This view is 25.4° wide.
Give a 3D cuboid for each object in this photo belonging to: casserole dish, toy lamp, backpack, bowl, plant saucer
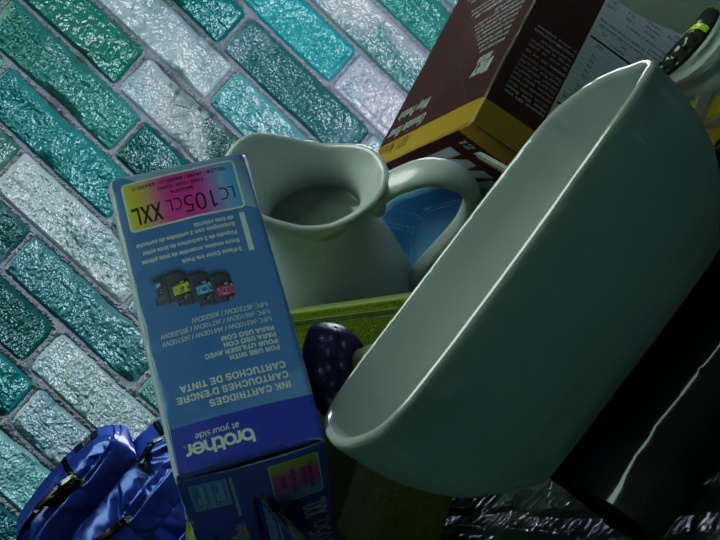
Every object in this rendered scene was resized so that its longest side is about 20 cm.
[{"bbox_3d":[0.062,0.000,1.161,0.200,0.038,0.122,167,102,-68],"label":"casserole dish"},{"bbox_3d":[0.069,0.040,0.809,0.198,0.059,0.058,-10,26,28],"label":"toy lamp"},{"bbox_3d":[-0.163,0.197,1.260,0.200,0.168,0.162,-44,13,-7],"label":"backpack"},{"bbox_3d":[0.074,0.015,0.691,0.200,0.074,0.200,-52,6,-6],"label":"bowl"},{"bbox_3d":[-0.023,0.095,0.922,0.199,0.048,0.201,-9,56,49],"label":"plant saucer"}]

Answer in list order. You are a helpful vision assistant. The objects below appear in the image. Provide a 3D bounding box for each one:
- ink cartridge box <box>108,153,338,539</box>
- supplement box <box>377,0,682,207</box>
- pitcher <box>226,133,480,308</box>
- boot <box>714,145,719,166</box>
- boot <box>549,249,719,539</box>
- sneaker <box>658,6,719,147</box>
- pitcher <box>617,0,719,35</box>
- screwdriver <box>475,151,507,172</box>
[{"bbox_3d":[-0.064,0.064,0.798,0.076,0.201,0.137,-13,-30,-5],"label":"ink cartridge box"},{"bbox_3d":[0.134,-0.136,1.174,0.201,0.132,0.197,-62,15,-16],"label":"supplement box"},{"bbox_3d":[0.000,0.000,1.097,0.201,0.170,0.122,82,-169,-48],"label":"pitcher"},{"bbox_3d":[0.156,-0.024,0.894,0.155,0.073,0.201,-45,18,28],"label":"boot"},{"bbox_3d":[0.159,0.019,0.620,0.200,0.066,0.165,-46,-2,-6],"label":"boot"},{"bbox_3d":[0.203,-0.081,0.932,0.076,0.076,0.200,-49,-12,-2],"label":"sneaker"},{"bbox_3d":[0.212,-0.201,0.996,0.121,0.200,0.172,-46,5,10],"label":"pitcher"},{"bbox_3d":[0.097,-0.060,0.958,0.200,0.028,0.029,-118,44,-71],"label":"screwdriver"}]
